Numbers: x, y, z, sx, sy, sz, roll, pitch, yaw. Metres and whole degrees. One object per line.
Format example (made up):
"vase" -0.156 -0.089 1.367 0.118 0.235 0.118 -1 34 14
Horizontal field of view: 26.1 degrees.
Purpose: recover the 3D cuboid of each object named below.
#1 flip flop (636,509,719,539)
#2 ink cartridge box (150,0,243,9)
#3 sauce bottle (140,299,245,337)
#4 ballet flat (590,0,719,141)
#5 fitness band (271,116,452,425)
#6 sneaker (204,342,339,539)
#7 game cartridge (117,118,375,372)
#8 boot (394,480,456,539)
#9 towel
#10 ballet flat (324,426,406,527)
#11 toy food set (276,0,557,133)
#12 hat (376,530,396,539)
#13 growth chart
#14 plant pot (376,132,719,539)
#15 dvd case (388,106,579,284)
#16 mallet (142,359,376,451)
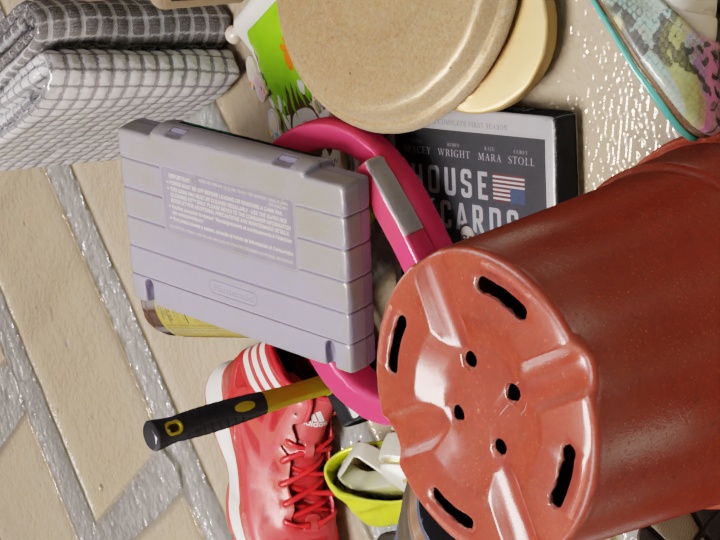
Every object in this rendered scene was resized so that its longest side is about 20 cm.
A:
"flip flop" 0.217 0.201 0.809 0.200 0.081 0.058 44 146 28
"ink cartridge box" -0.125 -0.297 1.005 0.201 0.074 0.166 54 138 28
"sauce bottle" -0.076 0.017 1.124 0.198 0.064 0.066 -1 100 42
"ballet flat" 0.140 -0.162 0.807 0.071 0.069 0.201 -42 65 20
"fitness band" 0.000 0.000 0.988 0.143 0.037 0.202 -31 84 50
"sneaker" -0.046 0.142 1.116 0.115 0.078 0.202 -40 70 51
"game cartridge" -0.074 -0.022 0.998 0.198 0.038 0.131 17 116 36
"boot" 0.052 0.092 0.886 0.097 0.074 0.202 117 170 -54
"towel" -0.208 -0.143 1.167 0.199 0.164 0.087 -22 80 51
"ballet flat" 0.032 0.128 0.991 0.067 0.067 0.200 34 156 -15
"toy food set" 0.025 -0.183 0.934 0.198 0.048 0.201 -11 85 42
"hat" 0.060 0.207 0.975 0.199 0.200 0.082 1 63 51
"growth chart" -0.036 -0.108 1.059 0.202 0.018 0.145 66 152 14
"plant pot" 0.126 0.044 0.770 0.200 0.194 0.204 19 115 47
"dvd case" 0.076 -0.001 0.959 0.149 0.025 0.203 12 110 50
"mallet" -0.063 0.076 1.020 0.041 0.198 0.067 -31 70 44
